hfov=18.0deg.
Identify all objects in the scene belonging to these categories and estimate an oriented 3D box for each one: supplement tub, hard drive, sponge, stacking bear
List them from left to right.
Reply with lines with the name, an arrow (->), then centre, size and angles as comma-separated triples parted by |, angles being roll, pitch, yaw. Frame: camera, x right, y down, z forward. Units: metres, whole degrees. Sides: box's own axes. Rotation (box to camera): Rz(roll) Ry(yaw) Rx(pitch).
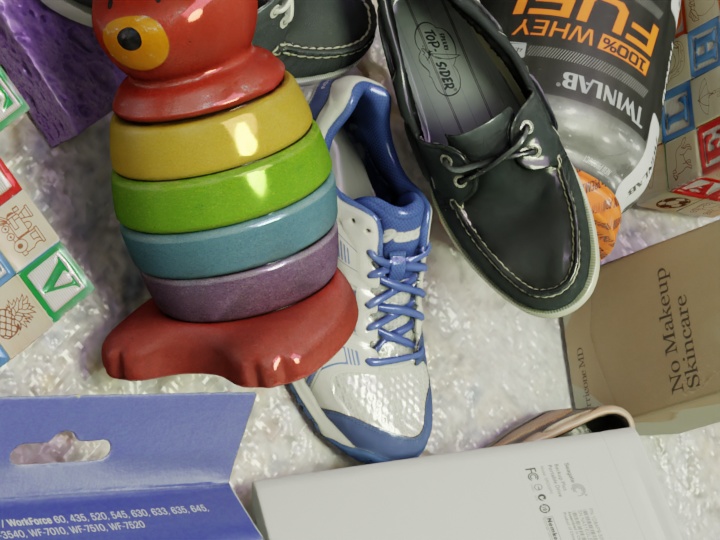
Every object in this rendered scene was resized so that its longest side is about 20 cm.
sponge -> -0.113, -0.160, 1.158 | 0.200, 0.030, 0.112 | -40, 101, -37
stacking bear -> -0.072, -0.061, 1.061 | 0.114, 0.121, 0.201 | -38, 122, -50
hard drive -> 0.057, 0.144, 1.101 | 0.199, 0.027, 0.132 | -7, 46, -13
supplement tub -> 0.107, -0.110, 1.235 | 0.122, 0.122, 0.201 | 25, 63, -26

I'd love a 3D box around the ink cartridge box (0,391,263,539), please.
ink cartridge box -> -0.135, 0.150, 0.950 | 0.197, 0.047, 0.201 | 1, 117, -43

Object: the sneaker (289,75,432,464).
sneaker -> 0.000, 0.000, 1.150 | 0.075, 0.088, 0.201 | -15, 86, -38

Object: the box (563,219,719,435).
box -> 0.200, 0.026, 1.209 | 0.077, 0.200, 0.096 | 1, 74, -34

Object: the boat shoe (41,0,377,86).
boat shoe -> -0.067, -0.139, 1.127 | 0.199, 0.060, 0.076 | 5, 75, -35

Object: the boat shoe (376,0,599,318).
boat shoe -> 0.059, -0.072, 1.129 | 0.066, 0.074, 0.200 | 39, 31, -73

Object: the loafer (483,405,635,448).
loafer -> 0.067, 0.126, 1.169 | 0.200, 0.063, 0.072 | -37, 91, -37

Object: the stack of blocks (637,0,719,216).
stack of blocks -> 0.209, -0.145, 1.312 | 0.058, 0.115, 0.201 | 7, 71, -31

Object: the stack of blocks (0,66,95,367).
stack of blocks -> -0.210, -0.050, 1.037 | 0.115, 0.058, 0.200 | -41, 100, -35
